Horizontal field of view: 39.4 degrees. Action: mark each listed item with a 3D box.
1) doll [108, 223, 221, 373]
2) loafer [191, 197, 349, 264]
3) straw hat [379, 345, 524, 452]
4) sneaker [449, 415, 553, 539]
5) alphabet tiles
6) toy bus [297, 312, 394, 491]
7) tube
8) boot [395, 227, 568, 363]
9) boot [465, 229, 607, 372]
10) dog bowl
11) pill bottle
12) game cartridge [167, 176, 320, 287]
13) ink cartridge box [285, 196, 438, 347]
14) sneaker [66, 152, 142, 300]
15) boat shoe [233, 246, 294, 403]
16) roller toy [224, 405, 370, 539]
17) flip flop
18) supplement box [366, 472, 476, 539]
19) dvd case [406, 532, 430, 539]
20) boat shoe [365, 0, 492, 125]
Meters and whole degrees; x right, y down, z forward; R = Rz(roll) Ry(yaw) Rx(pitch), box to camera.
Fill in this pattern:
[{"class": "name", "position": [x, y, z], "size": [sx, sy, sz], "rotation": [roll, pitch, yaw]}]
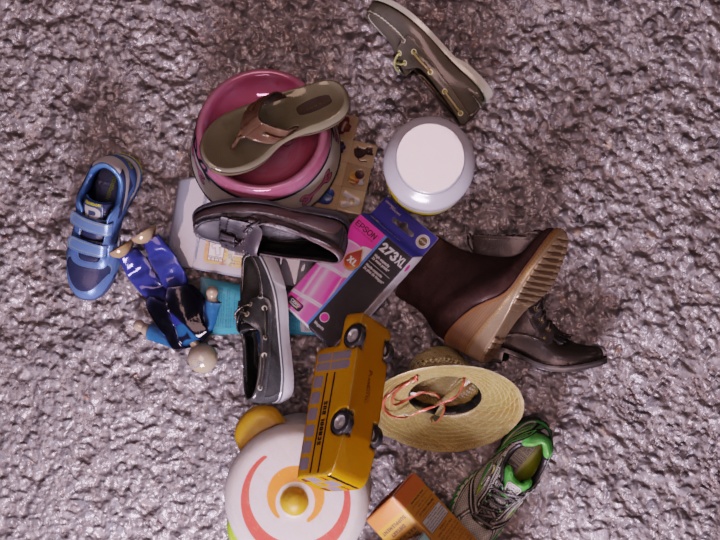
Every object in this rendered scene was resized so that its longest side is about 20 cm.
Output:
[{"class": "doll", "position": [-0.249, 0.046, 1.317], "size": [0.136, 0.048, 0.201], "rotation": [-28, 99, 20]}, {"class": "loafer", "position": [-0.112, -0.045, 1.246], "size": [0.198, 0.072, 0.063], "rotation": [3, 53, -3]}, {"class": "straw hat", "position": [0.107, 0.145, 1.290], "size": [0.199, 0.202, 0.086], "rotation": [-5, 47, 3]}, {"class": "sneaker", "position": [0.177, 0.278, 1.289], "size": [0.078, 0.085, 0.201], "rotation": [31, 95, 3]}, {"class": "alphabet tiles", "position": [-0.084, -0.140, 1.320], "size": [0.198, 0.006, 0.168], "rotation": [13, 74, 3]}, {"class": "toy bus", "position": [-0.017, 0.156, 1.199], "size": [0.078, 0.065, 0.202], "rotation": [-14, 57, 39]}, {"class": "tube", "position": [-0.119, 0.054, 1.328], "size": [0.198, 0.050, 0.078], "rotation": [4, 86, 8]}, {"class": "boot", "position": [0.147, -0.003, 1.258], "size": [0.166, 0.072, 0.201], "rotation": [41, 100, 34]}, {"class": "boot", "position": [0.225, 0.036, 1.293], "size": [0.198, 0.069, 0.176], "rotation": [7, 91, 9]}, {"class": "dog bowl", "position": [-0.123, -0.167, 1.285], "size": [0.198, 0.074, 0.202], "rotation": [0, 74, -1]}, {"class": "pill bottle", "position": [0.084, -0.128, 1.237], "size": [0.111, 0.200, 0.113], "rotation": [0, 90, 3]}, {"class": "game cartridge", "position": [-0.153, -0.057, 1.333], "size": [0.198, 0.042, 0.135], "rotation": [9, 95, 3]}, {"class": "ink cartridge box", "position": [0.000, 0.000, 1.284], "size": [0.095, 0.037, 0.200], "rotation": [40, 81, 19]}, {"class": "sneaker", "position": [-0.348, -0.059, 1.320], "size": [0.073, 0.082, 0.202], "rotation": [14, 93, 2]}, {"class": "boat shoe", "position": [-0.127, 0.068, 1.263], "size": [0.056, 0.068, 0.202], "rotation": [-2, 78, -38]}, {"class": "roller toy", "position": [-0.077, 0.277, 1.276], "size": [0.180, 0.140, 0.202], "rotation": [8, 90, 3]}, {"class": "flip flop", "position": [-0.105, -0.183, 1.222], "size": [0.198, 0.058, 0.082], "rotation": [-23, 75, -8]}, {"class": "supplement box", "position": [0.104, 0.357, 1.263], "size": [0.200, 0.069, 0.067], "rotation": [45, 123, 6]}, {"class": "dvd case", "position": [0.070, 0.411, 1.258], "size": [0.146, 0.200, 0.022], "rotation": [51, 50, 2]}, {"class": "boat shoe", "position": [0.079, -0.273, 1.302], "size": [0.201, 0.072, 0.060], "rotation": [41, 87, -2]}]
